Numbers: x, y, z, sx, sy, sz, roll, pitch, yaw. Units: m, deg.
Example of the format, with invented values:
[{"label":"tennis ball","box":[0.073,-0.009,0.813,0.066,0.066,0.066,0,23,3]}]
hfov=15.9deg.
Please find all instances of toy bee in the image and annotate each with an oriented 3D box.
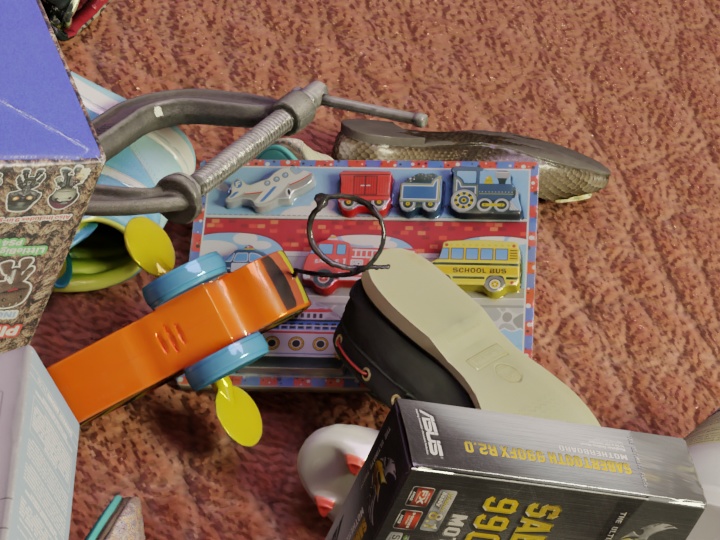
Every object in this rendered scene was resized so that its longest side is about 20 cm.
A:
[{"label":"toy bee","box":[-0.069,0.030,1.402,0.200,0.131,0.109,-7,0,12]}]

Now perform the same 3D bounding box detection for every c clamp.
[{"label":"c clamp","box":[-0.086,-0.069,1.409,0.171,0.027,0.200,13,30,30]}]

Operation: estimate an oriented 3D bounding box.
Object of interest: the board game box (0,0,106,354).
[{"label":"board game box","box":[-0.226,-0.044,1.340,0.097,0.200,0.160,-2,50,-30]}]

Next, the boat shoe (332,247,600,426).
[{"label":"boat shoe","box":[0.064,0.076,1.374,0.074,0.063,0.201,-16,53,-47]}]

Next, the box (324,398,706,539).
[{"label":"box","box":[0.058,0.157,1.289,0.158,0.200,0.048,10,41,-20]}]

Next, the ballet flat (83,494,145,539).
[{"label":"ballet flat","box":[-0.140,0.197,1.253,0.067,0.068,0.200,33,52,0]}]

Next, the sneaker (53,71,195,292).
[{"label":"sneaker","box":[-0.197,-0.060,1.464,0.200,0.080,0.131,21,41,-6]}]

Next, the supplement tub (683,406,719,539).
[{"label":"supplement tub","box":[0.224,0.146,1.405,0.145,0.145,0.200,40,32,14]}]

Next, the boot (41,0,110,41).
[{"label":"boot","box":[-0.246,-0.188,1.564,0.154,0.074,0.204,31,38,11]}]

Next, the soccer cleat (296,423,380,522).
[{"label":"soccer cleat","box":[0.056,0.131,1.419,0.200,0.069,0.078,26,36,-12]}]

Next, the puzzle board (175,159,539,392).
[{"label":"puzzle board","box":[0.000,0.000,1.468,0.200,0.017,0.151,0,58,6]}]

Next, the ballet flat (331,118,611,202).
[{"label":"ballet flat","box":[0.070,-0.062,1.636,0.200,0.046,0.067,4,15,-32]}]

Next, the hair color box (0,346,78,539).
[{"label":"hair color box","box":[-0.197,0.132,1.229,0.099,0.061,0.200,-18,36,12]}]

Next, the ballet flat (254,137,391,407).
[{"label":"ballet flat","box":[0.001,-0.003,1.523,0.062,0.067,0.200,12,41,-49]}]
